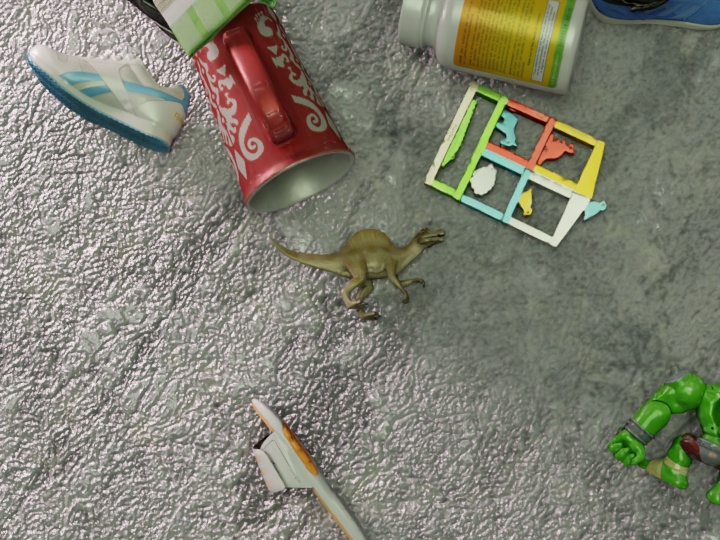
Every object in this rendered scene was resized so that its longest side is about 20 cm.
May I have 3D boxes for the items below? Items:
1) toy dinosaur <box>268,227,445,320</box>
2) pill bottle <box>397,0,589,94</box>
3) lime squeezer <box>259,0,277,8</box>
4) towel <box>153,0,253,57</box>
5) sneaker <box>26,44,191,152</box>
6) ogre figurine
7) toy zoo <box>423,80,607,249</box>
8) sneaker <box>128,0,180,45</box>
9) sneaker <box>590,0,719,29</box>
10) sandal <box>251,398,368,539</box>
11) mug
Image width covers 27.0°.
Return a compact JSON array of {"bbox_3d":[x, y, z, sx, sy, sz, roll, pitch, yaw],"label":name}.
[{"bbox_3d":[0.000,0.000,1.683,0.197,0.058,0.102,-6,67,-3],"label":"toy dinosaur"},{"bbox_3d":[0.146,-0.271,1.667,0.197,0.111,0.113,14,84,8],"label":"pill bottle"},{"bbox_3d":[-0.186,-0.350,1.718,0.198,0.071,0.038,30,110,-9],"label":"lime squeezer"},{"bbox_3d":[-0.186,-0.353,1.615,0.149,0.031,0.202,-34,83,38],"label":"towel"},{"bbox_3d":[-0.291,-0.213,1.731,0.198,0.077,0.081,27,77,3],"label":"sneaker"},{"bbox_3d":[0.376,0.181,1.588,0.198,0.098,0.121,25,97,20],"label":"ogre figurine"},{"bbox_3d":[0.186,-0.112,1.686,0.198,0.020,0.133,25,85,9],"label":"toy zoo"},{"bbox_3d":[-0.253,-0.345,1.720,0.200,0.112,0.073,41,87,10],"label":"sneaker"},{"bbox_3d":[0.354,-0.316,1.651,0.197,0.111,0.078,0,82,6],"label":"sneaker"},{"bbox_3d":[-0.069,0.233,1.636,0.059,0.079,0.208,-37,82,-3],"label":"sandal"},{"bbox_3d":[-0.097,-0.194,1.660,0.132,0.178,0.202,-17,74,-29],"label":"mug"}]
